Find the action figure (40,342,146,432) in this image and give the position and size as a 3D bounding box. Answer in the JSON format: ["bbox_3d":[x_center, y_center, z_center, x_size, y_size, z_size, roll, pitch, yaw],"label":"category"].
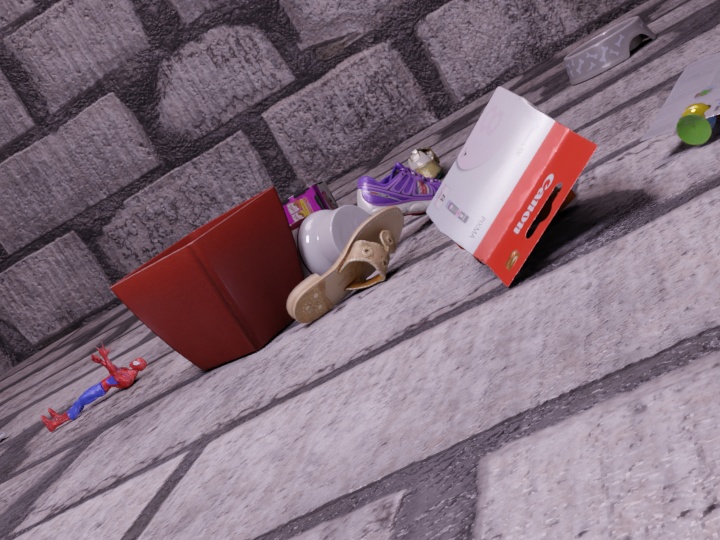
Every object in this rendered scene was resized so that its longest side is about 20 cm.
[{"bbox_3d":[-0.466,0.186,1.729,0.200,0.099,0.065,-28,11,4],"label":"action figure"}]

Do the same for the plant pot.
[{"bbox_3d":[-0.193,0.024,1.438,0.200,0.176,0.200,-23,13,40],"label":"plant pot"}]

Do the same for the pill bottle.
[{"bbox_3d":[-0.068,-0.028,1.524,0.200,0.110,0.110,-21,13,48],"label":"pill bottle"}]

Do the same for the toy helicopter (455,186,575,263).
[{"bbox_3d":[0.154,-0.060,1.166,0.132,0.079,0.200,-42,0,-10],"label":"toy helicopter"}]

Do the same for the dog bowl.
[{"bbox_3d":[0.519,-0.467,2.124,0.200,0.059,0.200,-31,8,5],"label":"dog bowl"}]

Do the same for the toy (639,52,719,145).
[{"bbox_3d":[0.391,-0.190,1.100,0.115,0.047,0.200,-18,19,43],"label":"toy"}]

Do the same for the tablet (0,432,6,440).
[{"bbox_3d":[-0.799,0.387,1.982,0.130,0.014,0.200,-22,12,48],"label":"tablet"}]

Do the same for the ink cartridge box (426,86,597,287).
[{"bbox_3d":[0.144,-0.092,1.024,0.163,0.057,0.200,-60,14,12],"label":"ink cartridge box"}]

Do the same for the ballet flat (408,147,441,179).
[{"bbox_3d":[0.124,-0.212,2.020,0.071,0.071,0.200,-29,10,12],"label":"ballet flat"}]

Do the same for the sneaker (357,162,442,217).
[{"bbox_3d":[0.085,-0.126,1.533,0.200,0.084,0.081,-9,-1,-32],"label":"sneaker"}]

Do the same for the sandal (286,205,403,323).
[{"bbox_3d":[0.002,0.004,1.335,0.212,0.078,0.070,-41,43,-17],"label":"sandal"}]

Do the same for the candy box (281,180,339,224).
[{"bbox_3d":[-0.116,-0.043,1.668,0.200,0.136,0.061,-26,4,25],"label":"candy box"}]
